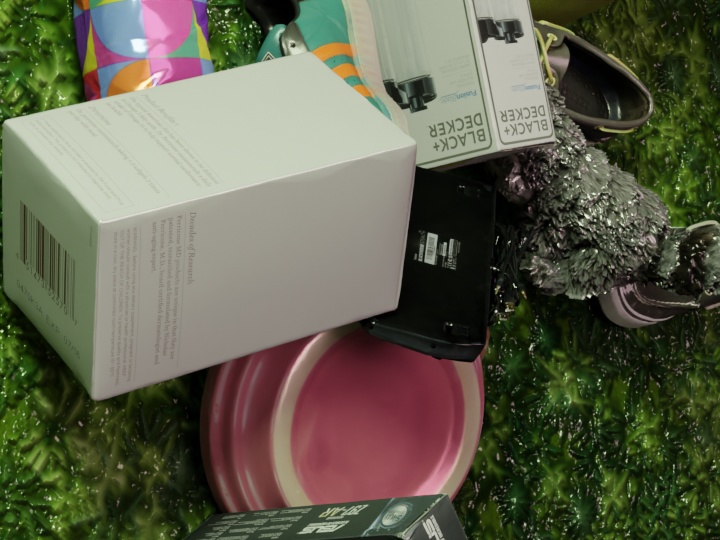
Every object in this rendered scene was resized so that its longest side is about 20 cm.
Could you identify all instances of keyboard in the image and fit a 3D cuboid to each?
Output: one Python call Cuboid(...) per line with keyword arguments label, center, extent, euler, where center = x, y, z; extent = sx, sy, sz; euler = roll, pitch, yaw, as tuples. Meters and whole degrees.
Cuboid(label="keyboard", center=(0.052, 0.004, 1.307), extent=(0.103, 0.040, 0.201), euler=(15, 33, -2))

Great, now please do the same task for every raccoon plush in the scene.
Cuboid(label="raccoon plush", center=(0.176, -0.062, 1.456), extent=(0.097, 0.198, 0.135), euler=(-67, 149, -50))

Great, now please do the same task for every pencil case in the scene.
Cuboid(label="pencil case", center=(-0.127, -0.180, 1.246), extent=(0.088, 0.088, 0.202), euler=(-2, 86, -45))

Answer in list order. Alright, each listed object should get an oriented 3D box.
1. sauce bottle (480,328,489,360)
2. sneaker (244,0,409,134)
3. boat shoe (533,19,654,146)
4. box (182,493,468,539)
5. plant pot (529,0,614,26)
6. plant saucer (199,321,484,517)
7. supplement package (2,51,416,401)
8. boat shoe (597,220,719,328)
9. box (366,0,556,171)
Cuboid(label="sauce bottle", center=(0.000, 0.000, 1.354), extent=(0.200, 0.064, 0.065), euler=(41, 56, -30))
Cuboid(label="sneaker", center=(-0.027, -0.103, 1.313), extent=(0.079, 0.072, 0.201), euler=(9, 43, -26))
Cuboid(label="boat shoe", center=(0.127, -0.144, 1.507), extent=(0.200, 0.060, 0.072), euler=(21, 69, -41))
Cuboid(label="box", center=(-0.002, 0.212, 1.216), extent=(0.043, 0.199, 0.161), euler=(-36, 108, -42))
Cuboid(label="plant pot", center=(0.183, -0.279, 1.489), extent=(0.186, 0.199, 0.189), euler=(10, 76, -43))
Cuboid(label="plant saucer", center=(0.000, 0.090, 1.301), extent=(0.199, 0.051, 0.202), euler=(-7, 103, -32))
Cuboid(label="supplement package", center=(-0.084, -0.029, 1.179), extent=(0.199, 0.117, 0.118), euler=(-16, 129, -30))
Cuboid(label="boat shoe", center=(0.253, -0.006, 1.605), extent=(0.199, 0.063, 0.071), euler=(-16, 93, -45))
Cuboid(label="box", center=(0.050, -0.167, 1.397), extent=(0.060, 0.116, 0.202), euler=(-12, 92, -45))
